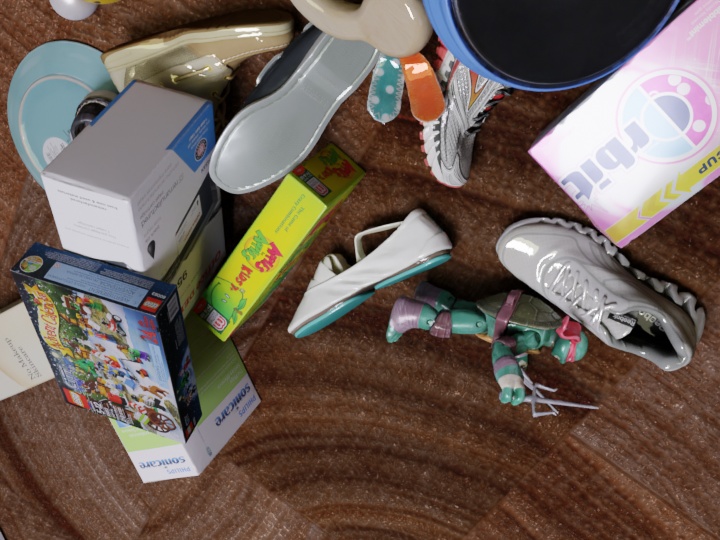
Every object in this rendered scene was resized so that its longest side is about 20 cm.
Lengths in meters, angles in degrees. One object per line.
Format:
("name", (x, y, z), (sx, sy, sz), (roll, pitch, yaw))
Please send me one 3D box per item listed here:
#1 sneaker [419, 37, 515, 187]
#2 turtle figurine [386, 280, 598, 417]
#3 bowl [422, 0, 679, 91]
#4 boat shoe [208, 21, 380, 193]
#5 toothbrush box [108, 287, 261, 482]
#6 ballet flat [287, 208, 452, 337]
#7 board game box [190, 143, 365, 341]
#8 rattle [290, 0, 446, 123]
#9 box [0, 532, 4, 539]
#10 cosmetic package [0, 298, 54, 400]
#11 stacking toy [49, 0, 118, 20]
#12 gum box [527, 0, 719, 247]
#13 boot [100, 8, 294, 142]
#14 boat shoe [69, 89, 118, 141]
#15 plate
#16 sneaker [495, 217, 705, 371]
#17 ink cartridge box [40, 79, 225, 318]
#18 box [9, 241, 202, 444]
("sneaker", (0.101, -0.161, 0.671), (0.082, 0.078, 0.200), (17, 119, 13))
("turtle figurine", (0.133, 0.065, 0.743), (0.200, 0.150, 0.101), (18, 91, 21))
("bowl", (0.141, -0.219, 0.551), (0.200, 0.039, 0.201), (-7, 125, -11))
("boat shoe", (-0.061, -0.153, 0.720), (0.200, 0.060, 0.076), (-41, 123, 9))
("toothbrush box", (-0.214, 0.107, 0.888), (0.086, 0.146, 0.200), (-16, 108, 28))
("ballet flat", (0.000, 0.000, 0.804), (0.200, 0.069, 0.070), (-30, 100, 26))
("board game box", (-0.083, -0.027, 0.796), (0.048, 0.102, 0.200), (41, 122, 0))
("rattle", (0.024, -0.235, 0.651), (0.130, 0.143, 0.200), (-31, 111, 31))
("box", (-0.664, 0.470, 1.254), (0.200, 0.131, 0.199), (-7, 111, 25))
("cosmetic package", (-0.397, 0.080, 0.994), (0.200, 0.073, 0.104), (-24, 103, 29))
("stacking toy", (-0.238, -0.295, 0.739), (0.146, 0.146, 0.200), (51, 140, -6))
("gum box", (0.241, -0.120, 0.637), (0.114, 0.066, 0.200), (46, 122, -2))
("boot", (-0.139, -0.160, 0.774), (0.200, 0.073, 0.156), (-8, 115, 18))
("boat shoe", (-0.245, -0.087, 0.839), (0.074, 0.060, 0.200), (-5, 126, 8))
("plate", (-0.313, -0.148, 0.879), (0.200, 0.026, 0.201), (9, 117, 17))
("sneaker", (0.211, 0.019, 0.710), (0.200, 0.081, 0.075), (29, 123, 9))
("ink cartridge box", (-0.194, -0.045, 0.730), (0.084, 0.145, 0.200), (17, 139, 11))
("box", (-0.223, 0.072, 0.728), (0.136, 0.038, 0.200), (15, 139, 11))
